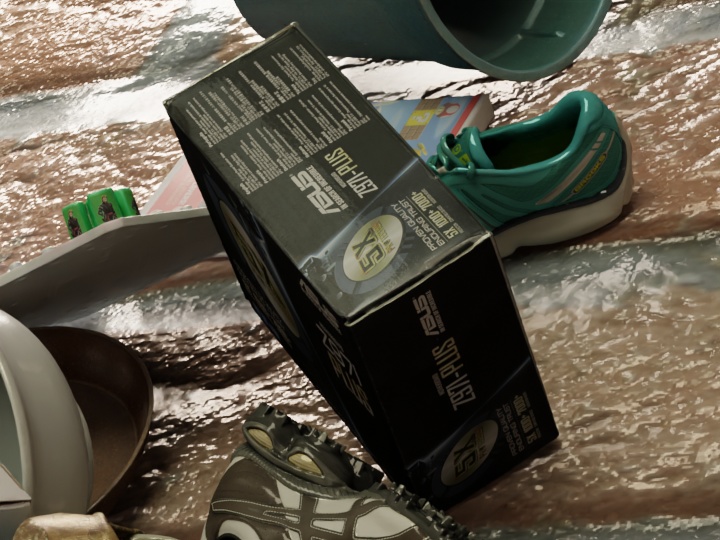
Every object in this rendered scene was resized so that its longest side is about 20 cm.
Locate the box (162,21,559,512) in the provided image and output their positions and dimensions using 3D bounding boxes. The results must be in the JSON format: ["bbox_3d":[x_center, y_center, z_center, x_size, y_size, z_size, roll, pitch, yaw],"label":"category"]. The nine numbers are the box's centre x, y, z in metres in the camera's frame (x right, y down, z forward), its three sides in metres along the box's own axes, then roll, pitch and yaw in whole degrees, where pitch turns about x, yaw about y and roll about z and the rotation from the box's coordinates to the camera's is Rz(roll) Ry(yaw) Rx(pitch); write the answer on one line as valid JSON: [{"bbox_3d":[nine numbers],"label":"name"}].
[{"bbox_3d":[0.000,0.000,1.510,0.086,0.164,0.200,-32,48,-10],"label":"box"}]

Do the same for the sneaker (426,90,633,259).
[{"bbox_3d":[0.054,-0.046,1.665,0.200,0.080,0.078,-23,45,0],"label":"sneaker"}]

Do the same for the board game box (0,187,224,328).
[{"bbox_3d":[-0.150,-0.007,1.648,0.200,0.026,0.200,-25,-9,33],"label":"board game box"}]

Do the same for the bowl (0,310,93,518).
[{"bbox_3d":[-0.199,0.100,1.501,0.201,0.201,0.090,11,8,43],"label":"bowl"}]

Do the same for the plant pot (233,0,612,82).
[{"bbox_3d":[0.027,-0.213,1.868,0.196,0.200,0.200,-1,35,46],"label":"plant pot"}]

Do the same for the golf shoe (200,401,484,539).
[{"bbox_3d":[0.000,0.144,1.437,0.200,0.078,0.095,28,83,46],"label":"golf shoe"}]

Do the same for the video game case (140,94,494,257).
[{"bbox_3d":[-0.033,-0.057,1.812,0.200,0.017,0.143,-2,36,30],"label":"video game case"}]

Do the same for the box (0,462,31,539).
[{"bbox_3d":[-0.270,0.124,1.444,0.097,0.177,0.200,-3,37,-44],"label":"box"}]

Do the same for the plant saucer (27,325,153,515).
[{"bbox_3d":[-0.202,0.109,1.631,0.200,0.035,0.200,-14,38,11],"label":"plant saucer"}]

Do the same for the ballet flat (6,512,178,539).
[{"bbox_3d":[-0.113,0.151,1.415,0.065,0.071,0.200,-10,-8,9],"label":"ballet flat"}]
